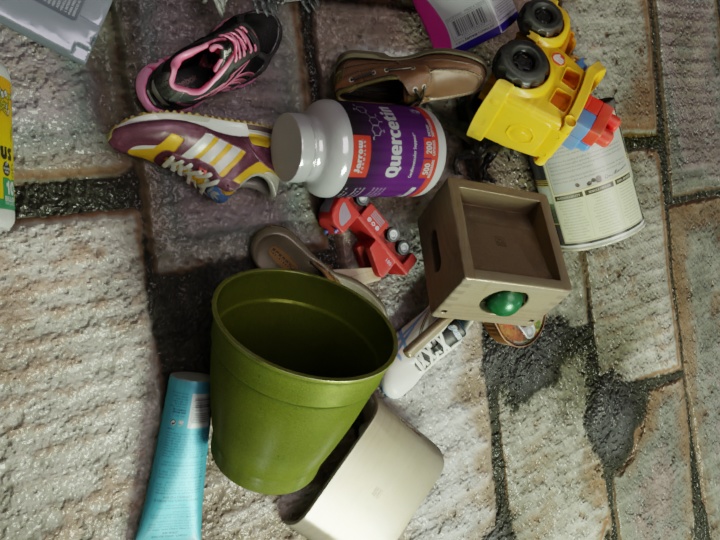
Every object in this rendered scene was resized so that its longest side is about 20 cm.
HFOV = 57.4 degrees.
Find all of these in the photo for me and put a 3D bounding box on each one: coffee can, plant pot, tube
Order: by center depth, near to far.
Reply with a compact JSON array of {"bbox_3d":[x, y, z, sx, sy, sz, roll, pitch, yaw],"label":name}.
[{"bbox_3d":[-0.082,0.131,0.724,0.199,0.200,0.194,1,121,-32],"label":"plant pot"},{"bbox_3d":[-0.204,0.218,0.744,0.077,0.050,0.201,9,89,-22],"label":"tube"},{"bbox_3d":[0.348,-0.149,1.031,0.146,0.146,0.201,-27,104,-29],"label":"coffee can"}]

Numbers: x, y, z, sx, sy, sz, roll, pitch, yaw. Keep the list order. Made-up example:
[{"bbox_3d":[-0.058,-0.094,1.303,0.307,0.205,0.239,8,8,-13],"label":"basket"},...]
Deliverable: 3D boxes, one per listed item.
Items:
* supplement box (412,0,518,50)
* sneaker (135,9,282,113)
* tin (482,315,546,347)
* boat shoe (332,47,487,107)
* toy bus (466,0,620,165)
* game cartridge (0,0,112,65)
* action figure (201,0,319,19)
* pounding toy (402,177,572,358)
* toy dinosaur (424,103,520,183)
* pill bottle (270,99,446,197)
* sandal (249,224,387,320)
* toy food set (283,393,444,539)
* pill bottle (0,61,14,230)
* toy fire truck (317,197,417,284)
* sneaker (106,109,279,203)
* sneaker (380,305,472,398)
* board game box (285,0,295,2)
[{"bbox_3d":[0.124,-0.409,0.901,0.201,0.101,0.103,61,38,-18],"label":"supplement box"},{"bbox_3d":[-0.156,-0.242,0.746,0.200,0.095,0.079,-44,110,-26],"label":"sneaker"},{"bbox_3d":[0.218,0.025,1.013,0.112,0.042,0.201,-37,108,-23],"label":"tin"},{"bbox_3d":[0.064,-0.237,0.849,0.199,0.072,0.068,0,56,7],"label":"boat shoe"},{"bbox_3d":[0.266,-0.248,0.898,0.191,0.136,0.201,27,67,3],"label":"toy bus"},{"bbox_3d":[-0.314,-0.333,0.682,0.133,0.040,0.201,26,76,-33],"label":"game cartridge"},{"bbox_3d":[-0.130,-0.340,0.740,0.118,0.200,0.102,-24,139,-20],"label":"action figure"},{"bbox_3d":[0.156,0.005,0.882,0.183,0.142,0.201,7,57,-19],"label":"pounding toy"},{"bbox_3d":[0.179,-0.180,0.974,0.199,0.048,0.089,14,109,-4],"label":"toy dinosaur"},{"bbox_3d":[-0.002,-0.144,0.789,0.199,0.112,0.113,-6,93,-34],"label":"pill bottle"},{"bbox_3d":[-0.053,0.023,0.805,0.200,0.054,0.080,41,96,-13],"label":"sandal"},{"bbox_3d":[0.009,0.285,0.876,0.143,0.060,0.200,43,77,-25],"label":"toy food set"},{"bbox_3d":[-0.377,-0.138,0.595,0.112,0.113,0.201,-2,90,-32],"label":"pill bottle"},{"bbox_3d":[0.000,0.000,0.869,0.200,0.049,0.141,48,68,-21],"label":"toy fire truck"},{"bbox_3d":[-0.179,-0.123,0.742,0.199,0.075,0.091,-3,86,-31],"label":"sneaker"},{"bbox_3d":[0.099,0.097,0.918,0.200,0.072,0.072,-47,114,-22],"label":"sneaker"},{"bbox_3d":[-0.020,-0.413,0.814,0.199,0.035,0.127,-9,95,-2],"label":"board game box"}]
